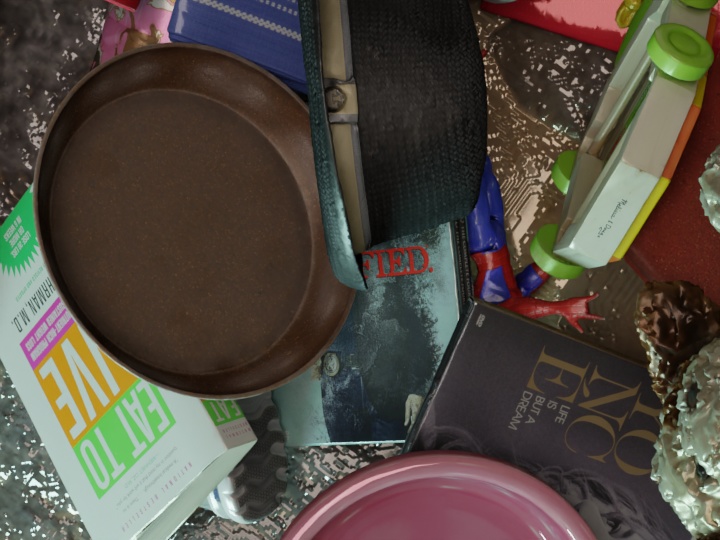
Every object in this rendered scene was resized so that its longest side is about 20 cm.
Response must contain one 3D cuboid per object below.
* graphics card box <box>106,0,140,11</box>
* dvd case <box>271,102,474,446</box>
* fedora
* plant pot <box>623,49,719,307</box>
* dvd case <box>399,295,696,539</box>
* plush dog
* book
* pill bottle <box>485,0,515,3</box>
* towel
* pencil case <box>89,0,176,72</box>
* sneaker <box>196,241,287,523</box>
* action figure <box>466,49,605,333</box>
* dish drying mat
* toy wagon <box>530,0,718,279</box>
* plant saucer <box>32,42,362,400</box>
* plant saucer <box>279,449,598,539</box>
[{"bbox_3d":[-0.182,-0.243,1.128,0.199,0.051,0.126,28,97,35],"label":"graphics card box"},{"bbox_3d":[0.000,0.000,1.126,0.145,0.022,0.202,-5,90,35],"label":"dvd case"},{"bbox_3d":[0.019,-0.093,1.023,0.091,0.201,0.203,-6,90,1],"label":"fedora"},{"bbox_3d":[0.254,-0.028,1.021,0.175,0.200,0.201,28,102,18],"label":"plant pot"},{"bbox_3d":[0.120,0.116,1.089,0.198,0.016,0.150,21,101,-17],"label":"dvd case"},{"bbox_3d":[0.203,0.057,0.889,0.172,0.160,0.201,-42,40,37],"label":"plush dog"},{"bbox_3d":[-0.147,0.048,1.126,0.134,0.048,0.201,-46,69,40],"label":"book"},{"bbox_3d":[0.022,-0.234,1.052,0.199,0.113,0.114,22,96,-30],"label":"pill bottle"},{"bbox_3d":[-0.022,-0.205,1.115,0.144,0.024,0.202,17,94,-31],"label":"towel"},{"bbox_3d":[-0.102,-0.161,1.141,0.082,0.086,0.202,16,95,-21],"label":"pencil case"},{"bbox_3d":[-0.098,0.048,1.141,0.081,0.074,0.202,0,95,37],"label":"sneaker"},{"bbox_3d":[0.093,-0.031,1.112,0.098,0.065,0.202,-8,90,24],"label":"action figure"},{"bbox_3d":[0.174,-0.159,1.122,0.198,0.018,0.078,18,95,9],"label":"dish drying mat"},{"bbox_3d":[0.148,-0.092,1.034,0.039,0.201,0.156,24,131,-3],"label":"toy wagon"},{"bbox_3d":[-0.092,-0.025,1.069,0.199,0.034,0.202,10,70,-29],"label":"plant saucer"},{"bbox_3d":[0.040,0.192,1.052,0.198,0.051,0.203,-1,101,-6],"label":"plant saucer"}]
